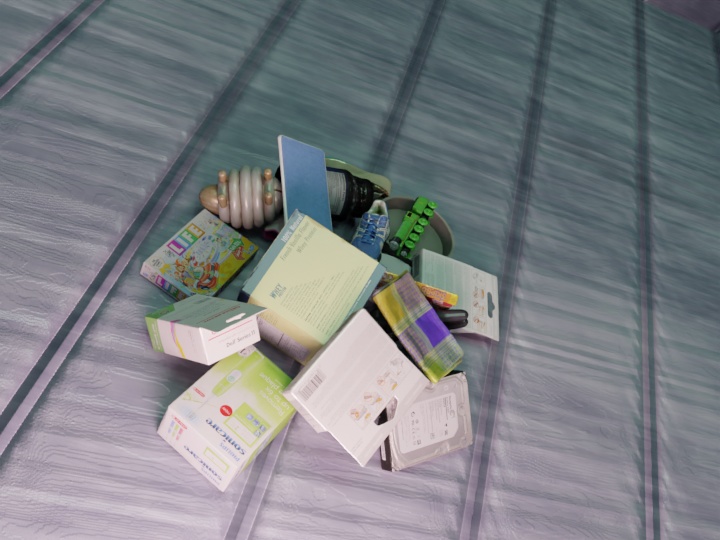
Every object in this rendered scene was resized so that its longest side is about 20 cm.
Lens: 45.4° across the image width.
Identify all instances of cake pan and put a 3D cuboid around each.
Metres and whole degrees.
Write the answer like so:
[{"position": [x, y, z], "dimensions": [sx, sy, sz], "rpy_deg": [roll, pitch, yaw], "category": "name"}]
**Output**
[{"position": [0.115, -0.081, 1.910], "dimensions": [0.198, 0.037, 0.202], "rpy_deg": [16, 45, -17], "category": "cake pan"}]

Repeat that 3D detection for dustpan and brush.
[{"position": [0.000, 0.000, 1.765], "dimensions": [0.199, 0.057, 0.140], "rpy_deg": [31, 40, -12], "category": "dustpan and brush"}]

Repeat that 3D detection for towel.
[{"position": [0.107, 0.100, 1.559], "dimensions": [0.201, 0.023, 0.143], "rpy_deg": [57, 33, 5], "category": "towel"}]

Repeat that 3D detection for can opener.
[{"position": [0.112, 0.098, 1.675], "dimensions": [0.198, 0.063, 0.079], "rpy_deg": [-5, 66, 9], "category": "can opener"}]

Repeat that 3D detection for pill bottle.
[{"position": [-0.077, -0.164, 1.817], "dimensions": [0.198, 0.112, 0.113], "rpy_deg": [6, 48, -27], "category": "pill bottle"}]

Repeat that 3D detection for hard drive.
[{"position": [0.116, 0.265, 1.534], "dimensions": [0.199, 0.038, 0.141], "rpy_deg": [-8, 94, -39], "category": "hard drive"}]

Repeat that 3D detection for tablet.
[{"position": [-0.110, -0.162, 1.703], "dimensions": [0.129, 0.014, 0.202], "rpy_deg": [13, 63, -47], "category": "tablet"}]

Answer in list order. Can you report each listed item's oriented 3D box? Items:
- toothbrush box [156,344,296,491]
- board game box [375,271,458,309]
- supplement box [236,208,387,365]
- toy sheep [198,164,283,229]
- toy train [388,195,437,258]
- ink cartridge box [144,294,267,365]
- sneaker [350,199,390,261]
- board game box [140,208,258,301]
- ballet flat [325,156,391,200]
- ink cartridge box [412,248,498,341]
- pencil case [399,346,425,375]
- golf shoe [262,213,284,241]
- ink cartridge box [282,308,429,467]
[{"position": [-0.205, 0.231, 1.398], "dimensions": [0.145, 0.086, 0.200], "rpy_deg": [40, 44, 8], "category": "toothbrush box"}, {"position": [0.083, 0.035, 1.674], "dimensions": [0.198, 0.096, 0.030], "rpy_deg": [21, 75, -8], "category": "board game box"}, {"position": [-0.095, 0.040, 1.562], "dimensions": [0.199, 0.134, 0.201], "rpy_deg": [32, 61, -1], "category": "supplement box"}, {"position": [-0.218, -0.145, 1.694], "dimensions": [0.198, 0.139, 0.139], "rpy_deg": [1, 48, -5], "category": "toy sheep"}, {"position": [0.114, -0.097, 1.869], "dimensions": [0.056, 0.042, 0.200], "rpy_deg": [25, 42, 7], "category": "toy train"}, {"position": [-0.249, 0.098, 1.422], "dimensions": [0.199, 0.068, 0.117], "rpy_deg": [7, 23, 44], "category": "ink cartridge box"}, {"position": [0.016, -0.074, 1.750], "dimensions": [0.075, 0.078, 0.201], "rpy_deg": [8, 33, 7], "category": "sneaker"}, {"position": [-0.297, -0.019, 1.610], "dimensions": [0.134, 0.034, 0.200], "rpy_deg": [35, 42, 3], "category": "board game box"}, {"position": [-0.019, -0.200, 1.924], "dimensions": [0.198, 0.070, 0.070], "rpy_deg": [14, 45, -20], "category": "ballet flat"}, {"position": [0.199, 0.059, 1.809], "dimensions": [0.198, 0.047, 0.162], "rpy_deg": [19, 56, -24], "category": "ink cartridge box"}, {"position": [0.085, 0.192, 1.606], "dimensions": [0.092, 0.086, 0.199], "rpy_deg": [37, 41, 23], "category": "pencil case"}, {"position": [-0.121, -0.028, 1.709], "dimensions": [0.091, 0.076, 0.201], "rpy_deg": [-24, 63, -26], "category": "golf shoe"}, {"position": [-0.005, 0.195, 1.438], "dimensions": [0.176, 0.045, 0.200], "rpy_deg": [48, 62, -8], "category": "ink cartridge box"}]
